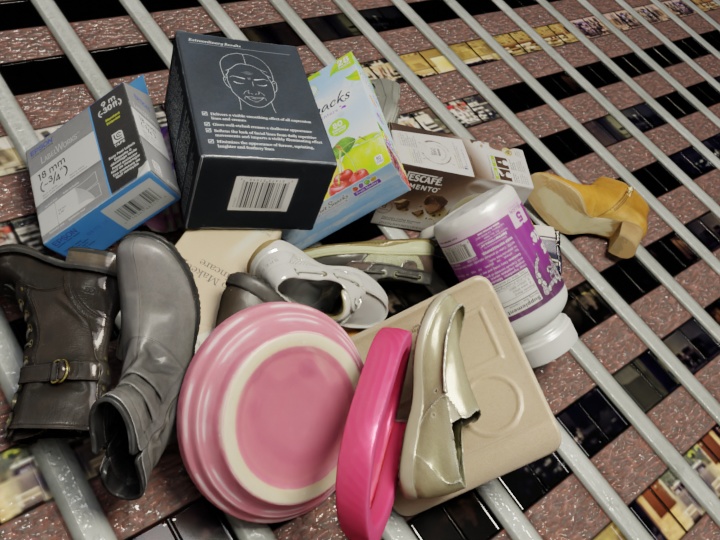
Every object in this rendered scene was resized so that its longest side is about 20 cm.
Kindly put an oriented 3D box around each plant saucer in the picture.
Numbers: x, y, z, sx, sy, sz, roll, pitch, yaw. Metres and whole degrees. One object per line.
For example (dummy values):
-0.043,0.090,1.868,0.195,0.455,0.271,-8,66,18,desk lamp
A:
-0.068,0.132,0.682,0.197,0.050,0.205,0,90,-33,plant saucer

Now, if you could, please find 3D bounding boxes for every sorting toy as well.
0.090,0.129,0.782,0.183,0.037,0.203,-26,59,9,sorting toy

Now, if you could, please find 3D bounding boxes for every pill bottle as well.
0.178,0.010,0.887,0.112,0.112,0.202,-35,98,-40,pill bottle

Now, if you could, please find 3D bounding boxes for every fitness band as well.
0.018,0.148,0.680,0.037,0.145,0.202,7,46,12,fitness band

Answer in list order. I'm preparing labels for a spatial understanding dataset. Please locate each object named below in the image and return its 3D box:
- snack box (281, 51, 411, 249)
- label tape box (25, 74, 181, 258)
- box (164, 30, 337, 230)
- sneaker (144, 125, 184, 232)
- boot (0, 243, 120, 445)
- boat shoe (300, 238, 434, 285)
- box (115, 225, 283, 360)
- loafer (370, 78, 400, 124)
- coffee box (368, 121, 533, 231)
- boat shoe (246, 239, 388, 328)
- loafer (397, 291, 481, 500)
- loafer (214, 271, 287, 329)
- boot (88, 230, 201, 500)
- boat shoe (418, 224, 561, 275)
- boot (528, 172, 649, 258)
-0.046,-0.150,0.929,0.068,0.167,0.202,45,22,-51,snack box
-0.292,-0.130,0.819,0.143,0.063,0.202,-31,59,10,label tape box
-0.129,-0.154,0.824,0.146,0.108,0.203,0,52,-25,box
-0.227,-0.125,0.893,0.087,0.081,0.202,18,45,5,sneaker
-0.299,0.070,0.687,0.196,0.069,0.178,-1,70,24,boot
0.000,0.000,0.885,0.197,0.072,0.067,-7,88,-20,boat shoe
-0.166,0.020,0.790,0.094,0.078,0.202,26,47,-2,box
0.020,-0.226,1.072,0.068,0.071,0.201,10,30,-3,loafer
0.115,-0.115,0.999,0.196,0.114,0.081,8,48,-17,coffee box
-0.034,0.033,0.800,0.198,0.071,0.069,22,20,-43,boat shoe
0.085,0.123,0.725,0.067,0.076,0.204,5,76,18,loafer
-0.075,0.086,0.752,0.200,0.073,0.072,44,68,-25,loafer
-0.185,0.079,0.629,0.068,0.204,0.132,-4,20,13,boot
0.174,-0.009,0.968,0.196,0.075,0.095,0,68,-9,boat shoe
0.347,-0.109,1.132,0.199,0.071,0.145,33,41,2,boot
